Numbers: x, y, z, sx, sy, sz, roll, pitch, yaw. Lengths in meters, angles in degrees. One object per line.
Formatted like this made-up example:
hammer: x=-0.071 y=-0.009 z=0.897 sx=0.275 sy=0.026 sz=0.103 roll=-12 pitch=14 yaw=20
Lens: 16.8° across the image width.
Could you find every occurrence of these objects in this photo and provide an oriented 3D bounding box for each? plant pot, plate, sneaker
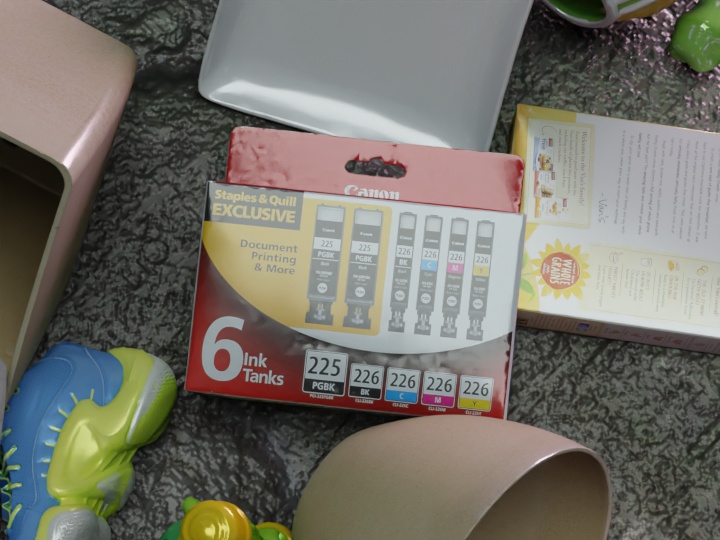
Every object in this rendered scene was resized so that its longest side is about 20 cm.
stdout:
plant pot: x=0.038 y=0.165 z=1.454 sx=0.134 sy=0.201 sz=0.200 roll=29 pitch=68 yaw=31
plate: x=0.010 y=-0.175 z=1.585 sx=0.199 sy=0.200 sz=0.032 roll=17 pitch=30 yaw=2
plant pot: x=-0.244 y=-0.074 z=1.495 sx=0.199 sy=0.200 sz=0.177 roll=27 pitch=39 yaw=6
sneaker: x=-0.197 y=0.129 z=1.504 sx=0.105 sy=0.076 sz=0.200 roll=21 pitch=62 yaw=16

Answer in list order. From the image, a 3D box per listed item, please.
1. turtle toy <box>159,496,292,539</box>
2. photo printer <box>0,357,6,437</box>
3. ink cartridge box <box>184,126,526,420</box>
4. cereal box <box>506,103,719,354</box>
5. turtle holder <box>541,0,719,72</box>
turtle toy: x=-0.079 y=0.230 z=1.444 sx=0.101 sy=0.146 sz=0.201 roll=-22 pitch=71 yaw=10
photo printer: x=-0.316 y=0.117 z=1.454 sx=0.199 sy=0.069 sz=0.167 roll=8 pitch=89 yaw=19
ink cartridge box: x=0.000 y=0.000 z=1.522 sx=0.199 sy=0.084 sz=0.177 roll=5 pitch=86 yaw=2
cereal box: x=0.190 y=-0.024 z=1.600 sx=0.199 sy=0.040 sz=0.145 roll=9 pitch=71 yaw=-2
turtle holder: x=0.175 y=-0.224 z=1.633 sx=0.141 sy=0.186 sz=0.132 roll=18 pitch=65 yaw=37
